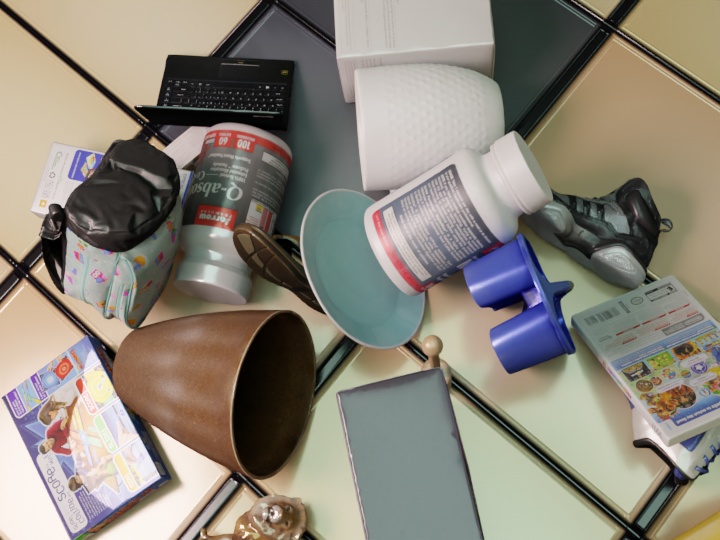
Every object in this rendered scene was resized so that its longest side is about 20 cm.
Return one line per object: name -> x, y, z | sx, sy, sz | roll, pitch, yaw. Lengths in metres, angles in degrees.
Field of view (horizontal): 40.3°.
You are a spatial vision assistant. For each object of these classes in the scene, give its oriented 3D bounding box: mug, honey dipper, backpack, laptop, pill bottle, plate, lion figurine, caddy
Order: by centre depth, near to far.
honey dipper -> 0.084, 0.104, 1.089 | 0.037, 0.200, 0.039 | -1, 73, 4
caddy -> 0.192, 0.036, 1.107 | 0.104, 0.200, 0.143 | -23, 81, 12
lion figurine -> -0.125, 0.354, 1.109 | 0.120, 0.072, 0.204 | 4, 87, -7
backpack -> -0.275, -0.029, 1.115 | 0.126, 0.201, 0.167 | 34, 49, 7
pill bottle -> 0.114, -0.068, 1.127 | 0.198, 0.119, 0.121 | -31, 71, 20
plate -> 0.000, 0.000, 1.163 | 0.025, 0.198, 0.204 | -27, 66, 41
pill bottle -> -0.159, -0.068, 1.209 | 0.114, 0.116, 0.203 | 10, 74, 8
mug -> 0.086, -0.154, 1.211 | 0.172, 0.148, 0.204 | -5, 103, -1
laptop -> -0.176, -0.234, 1.230 | 0.174, 0.104, 0.203 | 3, 53, -1

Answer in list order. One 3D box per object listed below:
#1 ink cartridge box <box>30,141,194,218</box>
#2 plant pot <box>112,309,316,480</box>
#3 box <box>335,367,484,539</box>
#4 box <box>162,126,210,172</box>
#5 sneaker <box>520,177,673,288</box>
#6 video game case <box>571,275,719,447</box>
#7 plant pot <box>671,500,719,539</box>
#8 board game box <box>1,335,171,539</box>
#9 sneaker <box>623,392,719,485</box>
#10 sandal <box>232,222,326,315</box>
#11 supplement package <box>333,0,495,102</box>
ink cartridge box -> -0.309, -0.095, 1.231 | 0.197, 0.037, 0.096 | 12, 77, 13
plant pot -> -0.180, 0.127, 1.132 | 0.197, 0.187, 0.190 | 7, 73, 25
box -> 0.057, 0.231, 1.054 | 0.121, 0.199, 0.203 | -13, 73, 1
box -> -0.250, -0.129, 1.276 | 0.200, 0.039, 0.041 | -42, 72, -8
sneaker -> 0.281, -0.075, 1.195 | 0.199, 0.076, 0.114 | 37, 78, 9
video game case -> 0.348, 0.095, 1.105 | 0.141, 0.018, 0.201 | -20, 44, -10
plant pot -> 0.378, 0.340, 1.003 | 0.186, 0.201, 0.204 | -22, 71, 14
board game box -> -0.330, 0.200, 1.175 | 0.134, 0.034, 0.202 | -34, 73, 4
sneaker -> 0.394, 0.185, 1.106 | 0.196, 0.081, 0.117 | 2, 77, 13
sandal -> -0.071, -0.007, 1.156 | 0.081, 0.199, 0.055 | -2, 60, 51
supplement package -> 0.069, -0.301, 1.259 | 0.196, 0.118, 0.119 | -4, 70, 4
